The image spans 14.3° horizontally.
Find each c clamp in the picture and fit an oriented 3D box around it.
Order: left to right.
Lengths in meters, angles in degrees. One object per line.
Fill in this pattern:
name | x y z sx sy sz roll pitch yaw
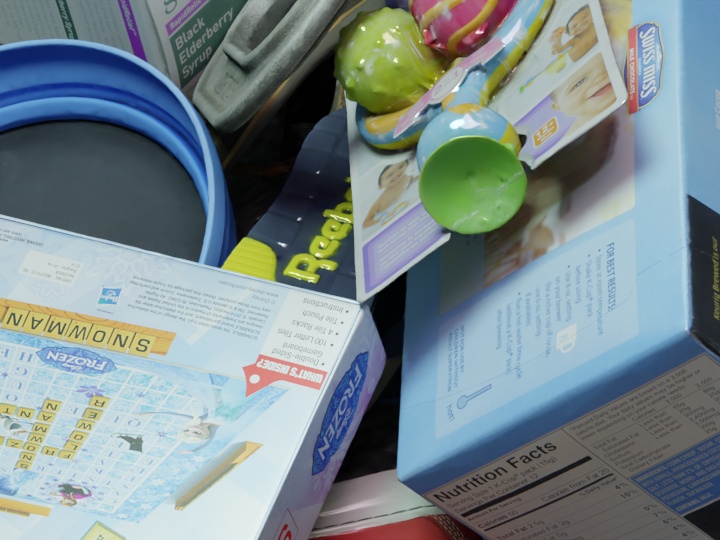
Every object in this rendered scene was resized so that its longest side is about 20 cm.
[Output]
c clamp | -0.011 -0.126 1.091 0.171 0.027 0.200 -49 12 7

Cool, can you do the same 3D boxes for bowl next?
bowl | -0.139 0.005 1.088 0.200 0.039 0.201 -12 54 17

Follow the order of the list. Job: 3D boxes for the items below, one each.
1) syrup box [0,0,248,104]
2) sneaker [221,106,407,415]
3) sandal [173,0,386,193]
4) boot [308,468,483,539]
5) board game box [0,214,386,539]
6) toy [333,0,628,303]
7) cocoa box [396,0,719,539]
syrup box | -0.133 -0.144 1.206 0.200 0.082 0.079 24 56 30
sneaker | 0.000 0.000 1.097 0.074 0.082 0.200 18 39 21
sandal | -0.014 -0.078 1.172 0.055 0.082 0.200 49 60 -8
boot | -0.040 0.154 0.973 0.200 0.072 0.144 -13 55 -7
board game box | -0.119 0.080 0.963 0.200 0.041 0.200 14 62 22
toy | 0.028 -0.081 1.014 0.115 0.047 0.200 -38 27 17
cocoa box | 0.104 0.000 1.016 0.133 0.131 0.200 -30 40 34
